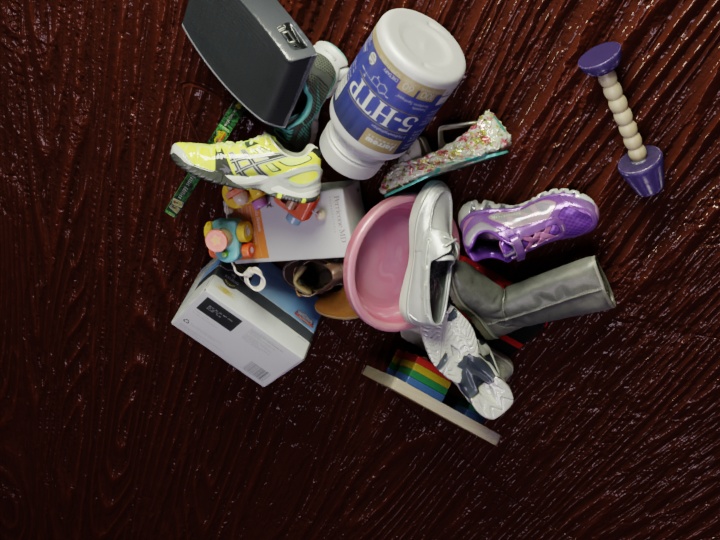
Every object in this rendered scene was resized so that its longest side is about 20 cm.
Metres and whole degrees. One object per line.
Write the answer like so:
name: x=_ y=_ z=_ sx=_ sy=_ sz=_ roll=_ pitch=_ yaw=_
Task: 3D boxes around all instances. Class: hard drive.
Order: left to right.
hard drive: x=-0.143 y=-0.282 z=0.980 sx=0.200 sy=0.042 sz=0.135 roll=50 pitch=138 yaw=16

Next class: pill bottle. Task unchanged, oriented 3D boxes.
pill bottle: x=0.030 y=-0.209 z=0.998 sx=0.119 sy=0.120 sz=0.200 roll=30 pitch=136 yaw=-10

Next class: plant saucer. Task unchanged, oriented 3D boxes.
plant saucer: x=0.053 y=-0.015 z=1.149 sx=0.051 sy=0.200 sz=0.201 roll=25 pitch=152 yaw=51

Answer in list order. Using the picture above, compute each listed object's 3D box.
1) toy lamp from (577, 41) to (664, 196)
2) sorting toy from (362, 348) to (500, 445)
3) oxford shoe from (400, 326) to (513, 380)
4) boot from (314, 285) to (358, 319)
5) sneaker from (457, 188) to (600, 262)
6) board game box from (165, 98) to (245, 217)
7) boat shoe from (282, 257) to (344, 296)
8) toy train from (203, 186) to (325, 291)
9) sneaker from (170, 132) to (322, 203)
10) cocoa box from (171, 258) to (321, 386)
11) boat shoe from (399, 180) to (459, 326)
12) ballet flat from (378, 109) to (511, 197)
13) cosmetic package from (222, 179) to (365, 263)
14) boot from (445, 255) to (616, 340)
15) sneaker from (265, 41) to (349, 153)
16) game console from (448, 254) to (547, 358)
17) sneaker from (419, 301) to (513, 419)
toy lamp: x=0.320 y=-0.176 z=0.971 sx=0.058 sy=0.058 sz=0.201 roll=-15 pitch=124 yaw=31
sorting toy: x=0.124 y=0.198 z=1.341 sx=0.199 sy=0.070 sz=0.199 roll=29 pitch=173 yaw=-11
oxford shoe: x=0.156 y=0.138 z=1.306 sx=0.199 sy=0.058 sz=0.075 roll=26 pitch=142 yaw=-3
boot: x=0.000 y=0.000 z=1.262 sx=0.199 sy=0.071 sz=0.145 roll=-3 pitch=122 yaw=26
sneaker: x=0.226 y=-0.052 z=1.102 sx=0.198 sy=0.089 sz=0.081 roll=-6 pitch=129 yaw=24
board game box: x=-0.215 y=-0.167 z=1.141 sx=0.023 sy=0.105 sz=0.200 roll=31 pitch=136 yaw=-15
boat shoe: x=-0.076 y=0.005 z=1.237 sx=0.199 sy=0.072 sz=0.073 roll=1 pitch=107 yaw=54
toy train: x=-0.148 y=-0.067 z=1.140 sx=0.150 sy=0.056 sz=0.201 roll=40 pitch=114 yaw=9
sneaker: x=-0.145 y=-0.145 z=1.047 sx=0.198 sy=0.075 sz=0.077 roll=10 pitch=105 yaw=-13
cocoa box: x=-0.184 y=0.070 z=1.340 sx=0.199 sy=0.132 sz=0.133 roll=37 pitch=134 yaw=-17
boat shoe: x=0.102 y=-0.022 z=1.099 sx=0.072 sy=0.202 sz=0.068 roll=15 pitch=178 yaw=-42
ballet flat: x=0.106 y=-0.157 z=1.071 sx=0.199 sy=0.076 sz=0.064 roll=-18 pitch=94 yaw=28
cosmetic package: x=-0.095 y=-0.071 z=1.190 sx=0.198 sy=0.071 sz=0.102 roll=-4 pitch=105 yaw=23
boot: x=0.241 y=0.023 z=1.144 sx=0.199 sy=0.073 sz=0.182 roll=-16 pitch=138 yaw=33
sneaker: x=-0.092 y=-0.209 z=1.057 sx=0.077 sy=0.091 sz=0.200 roll=38 pitch=135 yaw=5
game console: x=0.182 y=0.066 z=1.280 sx=0.199 sy=0.031 sz=0.177 roll=29 pitch=140 yaw=-7
sneaker: x=0.148 y=0.120 z=1.211 sx=0.079 sy=0.130 sz=0.199 roll=-42 pitch=100 yaw=3
